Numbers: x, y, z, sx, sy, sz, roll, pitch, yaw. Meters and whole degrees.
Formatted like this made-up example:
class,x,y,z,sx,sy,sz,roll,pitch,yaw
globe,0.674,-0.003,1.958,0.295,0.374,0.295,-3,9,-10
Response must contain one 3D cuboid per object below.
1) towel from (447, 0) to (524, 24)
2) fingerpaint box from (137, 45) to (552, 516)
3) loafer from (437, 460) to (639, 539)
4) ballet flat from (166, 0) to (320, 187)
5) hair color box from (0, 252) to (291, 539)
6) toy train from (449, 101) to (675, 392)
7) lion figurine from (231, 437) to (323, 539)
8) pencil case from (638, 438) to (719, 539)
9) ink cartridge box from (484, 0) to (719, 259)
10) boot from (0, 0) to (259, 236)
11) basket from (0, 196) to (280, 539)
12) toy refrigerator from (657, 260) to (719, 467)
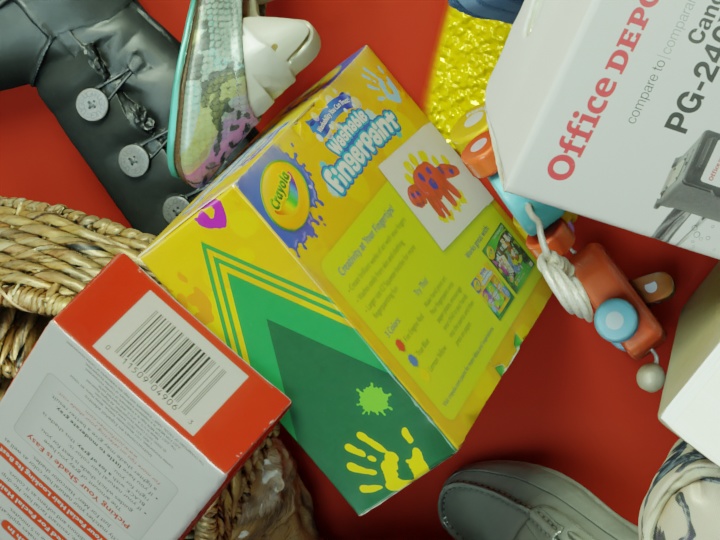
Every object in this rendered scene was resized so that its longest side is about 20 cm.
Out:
class,x,y,z,sx,sy,sz,roll,pitch,yaw
towel,0.139,-0.169,1.154,0.200,0.112,0.049,-18,80,27
fingerpaint box,0.000,0.000,1.227,0.073,0.200,0.167,-36,99,30
loafer,0.109,0.156,1.298,0.200,0.070,0.070,21,128,44
ballet flat,-0.053,-0.139,1.215,0.071,0.069,0.200,2,75,7
hair color box,-0.125,0.092,1.202,0.111,0.064,0.200,41,138,2
toy train,0.113,-0.021,1.213,0.056,0.200,0.150,-36,74,6
lion figurine,-0.035,0.178,1.404,0.200,0.073,0.122,39,111,-17
pencil case,0.189,0.118,1.213,0.078,0.200,0.089,-41,86,16
ink cartridge box,0.173,-0.083,1.092,0.200,0.083,0.145,16,120,-13
boot,-0.149,-0.071,1.330,0.165,0.066,0.200,-35,103,30
basket,-0.152,0.063,1.300,0.200,0.149,0.143,17,155,19
toy refrigerator,0.198,0.040,1.172,0.076,0.200,0.070,37,108,1
